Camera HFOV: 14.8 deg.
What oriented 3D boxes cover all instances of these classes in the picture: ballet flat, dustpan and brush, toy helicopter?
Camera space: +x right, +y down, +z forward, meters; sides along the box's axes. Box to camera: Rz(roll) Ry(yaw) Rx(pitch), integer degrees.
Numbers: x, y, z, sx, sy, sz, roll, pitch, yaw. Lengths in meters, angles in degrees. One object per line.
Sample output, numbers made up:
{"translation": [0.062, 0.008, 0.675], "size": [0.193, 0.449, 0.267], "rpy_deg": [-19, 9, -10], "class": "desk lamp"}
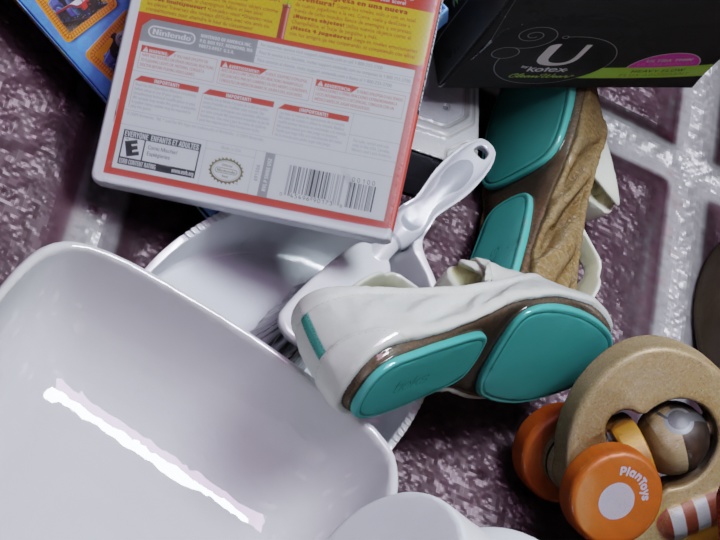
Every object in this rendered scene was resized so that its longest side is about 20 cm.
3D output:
{"translation": [0.097, -0.029, 1.397], "size": [0.072, 0.068, 0.200], "rpy_deg": [39, 43, -30], "class": "ballet flat"}
{"translation": [0.000, 0.000, 1.311], "size": [0.140, 0.057, 0.200], "rpy_deg": [44, 47, 3], "class": "dustpan and brush"}
{"translation": [0.178, 0.104, 1.320], "size": [0.200, 0.079, 0.132], "rpy_deg": [43, 88, -23], "class": "toy helicopter"}
{"translation": [0.042, 0.023, 1.260], "size": [0.200, 0.069, 0.070], "rpy_deg": [-5, 60, -51], "class": "ballet flat"}

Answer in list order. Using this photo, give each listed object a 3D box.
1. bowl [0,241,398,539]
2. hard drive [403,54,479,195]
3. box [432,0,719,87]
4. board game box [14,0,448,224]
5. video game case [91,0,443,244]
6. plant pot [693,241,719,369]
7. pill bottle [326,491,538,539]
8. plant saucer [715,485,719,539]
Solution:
{"translation": [-0.100, 0.106, 1.166], "size": [0.199, 0.075, 0.200], "rpy_deg": [34, 48, -7], "class": "bowl"}
{"translation": [-0.005, -0.140, 1.424], "size": [0.139, 0.038, 0.201], "rpy_deg": [18, 52, -20], "class": "hard drive"}
{"translation": [0.109, -0.203, 1.367], "size": [0.148, 0.124, 0.201], "rpy_deg": [-2, 71, -19], "class": "box"}
{"translation": [-0.080, -0.144, 1.322], "size": [0.151, 0.037, 0.200], "rpy_deg": [-42, 84, -1], "class": "board game box"}
{"translation": [-0.035, -0.123, 1.289], "size": [0.142, 0.017, 0.201], "rpy_deg": [12, 84, 5], "class": "video game case"}
{"translation": [0.298, 0.014, 1.410], "size": [0.199, 0.174, 0.201], "rpy_deg": [16, 53, -22], "class": "plant pot"}
{"translation": [0.063, 0.175, 1.141], "size": [0.200, 0.113, 0.113], "rpy_deg": [43, 39, -38], "class": "pill bottle"}
{"translation": [0.233, 0.140, 1.296], "size": [0.199, 0.201, 0.037], "rpy_deg": [-28, 31, -36], "class": "plant saucer"}
